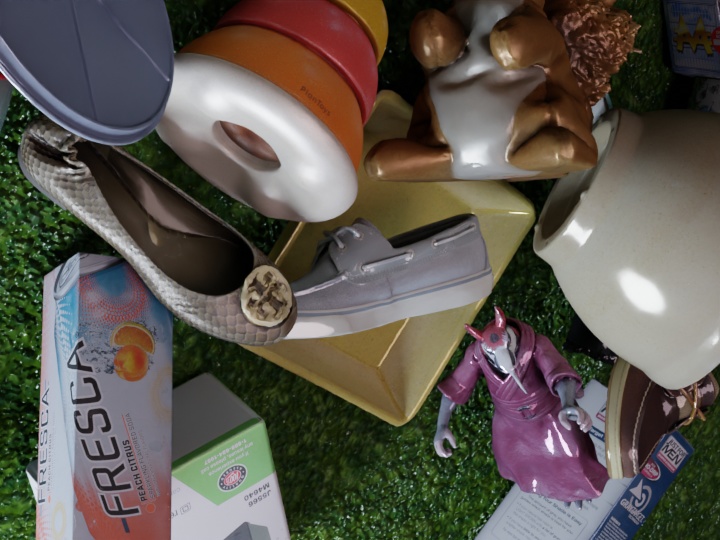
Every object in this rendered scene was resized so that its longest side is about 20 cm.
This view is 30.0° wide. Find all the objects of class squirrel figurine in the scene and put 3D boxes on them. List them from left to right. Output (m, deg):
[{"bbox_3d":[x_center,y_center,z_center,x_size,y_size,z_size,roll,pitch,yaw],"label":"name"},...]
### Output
[{"bbox_3d":[0.101,-0.156,0.900,0.200,0.141,0.187,-3,90,-58],"label":"squirrel figurine"}]

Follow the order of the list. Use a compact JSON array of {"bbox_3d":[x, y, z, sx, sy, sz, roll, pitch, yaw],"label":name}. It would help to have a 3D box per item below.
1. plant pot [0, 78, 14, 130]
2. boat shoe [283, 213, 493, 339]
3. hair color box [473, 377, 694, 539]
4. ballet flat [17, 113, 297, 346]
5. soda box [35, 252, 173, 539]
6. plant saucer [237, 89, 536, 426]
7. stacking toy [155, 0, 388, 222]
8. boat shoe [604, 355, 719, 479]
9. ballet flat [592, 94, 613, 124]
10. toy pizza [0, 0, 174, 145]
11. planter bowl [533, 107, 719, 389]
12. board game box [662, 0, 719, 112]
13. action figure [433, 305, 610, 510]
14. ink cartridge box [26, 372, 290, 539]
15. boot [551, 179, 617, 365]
[{"bbox_3d":[-0.274,-0.059,0.664,0.200,0.141,0.141,-55,133,-11],"label":"plant pot"},{"bbox_3d":[0.001,0.000,0.903,0.201,0.070,0.072,-12,98,-32],"label":"boat shoe"},{"bbox_3d":[0.193,0.206,1.191,0.200,0.100,0.061,-53,134,-5],"label":"hair color box"},{"bbox_3d":[-0.116,-0.026,0.802,0.200,0.046,0.067,40,53,-11],"label":"ballet flat"},{"bbox_3d":[-0.154,0.094,0.810,0.063,0.068,0.200,6,73,-31],"label":"soda box"},{"bbox_3d":[0.012,-0.008,0.977,0.200,0.048,0.200,32,89,-43],"label":"plant saucer"},{"bbox_3d":[-0.028,-0.143,0.846,0.200,0.146,0.146,-59,136,-23],"label":"stacking toy"},{"bbox_3d":[0.243,0.086,1.049,0.200,0.072,0.072,-53,141,-46],"label":"boat shoe"},{"bbox_3d":[0.147,-0.154,1.012,0.069,0.069,0.200,-31,123,-23],"label":"ballet flat"},{"bbox_3d":[-0.166,-0.155,0.697,0.032,0.200,0.200,-21,136,22],"label":"toy pizza"},{"bbox_3d":[0.208,-0.034,0.962,0.135,0.200,0.200,27,94,-5],"label":"planter bowl"},{"bbox_3d":[0.324,-0.155,1.134,0.200,0.062,0.200,10,95,-38],"label":"board game box"},{"bbox_3d":[0.135,0.090,1.036,0.200,0.134,0.149,65,36,-38],"label":"action figure"},{"bbox_3d":[-0.128,0.196,0.938,0.145,0.084,0.200,-28,126,-26],"label":"ink cartridge box"},{"bbox_3d":[0.213,-0.002,1.130,0.198,0.073,0.163,7,111,-40],"label":"boot"}]
